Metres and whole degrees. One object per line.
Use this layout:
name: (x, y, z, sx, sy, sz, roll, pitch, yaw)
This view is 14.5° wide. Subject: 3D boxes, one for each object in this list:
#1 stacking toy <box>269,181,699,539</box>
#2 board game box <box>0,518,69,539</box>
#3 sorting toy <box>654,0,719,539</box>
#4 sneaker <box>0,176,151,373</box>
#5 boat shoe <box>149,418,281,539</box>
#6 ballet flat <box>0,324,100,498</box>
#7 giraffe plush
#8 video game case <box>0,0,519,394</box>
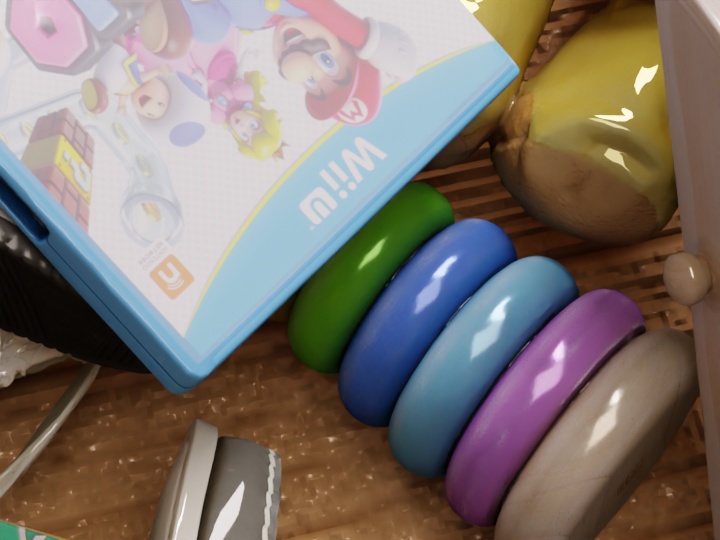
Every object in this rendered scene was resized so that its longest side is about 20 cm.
stacking toy: (0.000, 0.000, 0.829, 0.200, 0.085, 0.085, 37, 69, 14)
board game box: (-0.049, 0.126, 0.717, 0.200, 0.030, 0.096, 14, 83, 25)
sorting toy: (0.173, -0.011, 0.749, 0.180, 0.107, 0.200, -16, 109, -22)
sneaker: (-0.110, -0.067, 0.768, 0.200, 0.084, 0.121, 33, 70, 0)
boat shoe: (-0.036, 0.142, 0.768, 0.060, 0.072, 0.202, 7, 75, -6)
ballet flat: (-0.134, 0.050, 0.790, 0.200, 0.072, 0.072, -39, 79, -19)
giraffe plush: (0.093, -0.120, 0.847, 0.173, 0.162, 0.200, 24, 108, 4)
video game case: (-0.067, -0.085, 0.739, 0.200, 0.018, 0.143, 48, 57, -4)
